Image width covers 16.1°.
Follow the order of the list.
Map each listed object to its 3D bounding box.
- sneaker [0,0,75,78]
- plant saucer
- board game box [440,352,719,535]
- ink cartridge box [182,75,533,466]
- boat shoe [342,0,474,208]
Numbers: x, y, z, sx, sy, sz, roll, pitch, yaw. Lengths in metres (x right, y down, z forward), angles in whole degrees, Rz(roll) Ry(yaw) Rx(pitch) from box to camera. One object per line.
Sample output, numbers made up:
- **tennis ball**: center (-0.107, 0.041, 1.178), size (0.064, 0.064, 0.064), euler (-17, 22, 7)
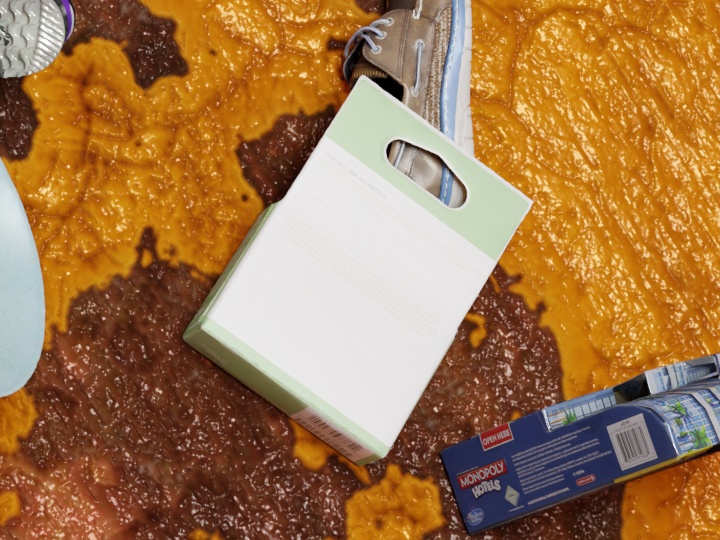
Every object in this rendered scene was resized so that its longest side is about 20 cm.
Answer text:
- **sneaker**: center (-0.266, -0.164, 1.533), size (0.199, 0.100, 0.070), euler (12, 112, 3)
- **plant saucer**: center (-0.251, -0.017, 1.465), size (0.201, 0.038, 0.202), euler (53, 25, -39)
- **board game box**: center (0.190, 0.096, 1.615), size (0.199, 0.200, 0.062), euler (-14, 81, -42)
- **ink cartridge box**: center (0.000, 0.000, 1.605), size (0.145, 0.048, 0.201), euler (36, 69, -11)
- **boat shoe**: center (0.030, -0.135, 1.655), size (0.072, 0.072, 0.202), euler (1, 75, -23)
